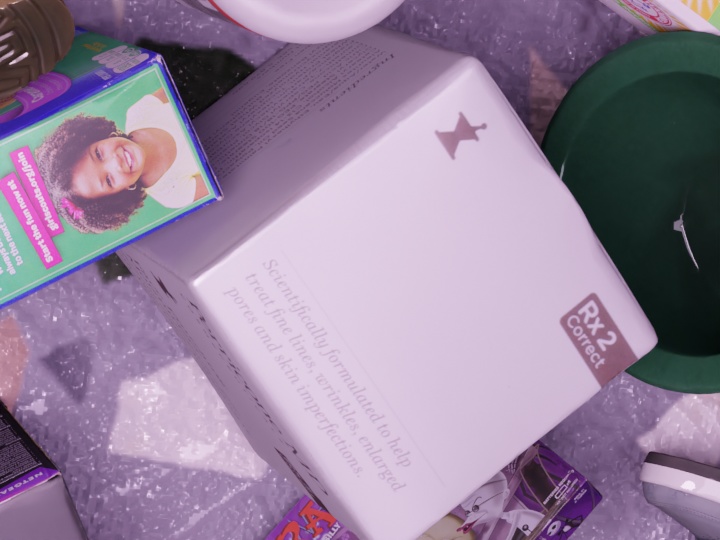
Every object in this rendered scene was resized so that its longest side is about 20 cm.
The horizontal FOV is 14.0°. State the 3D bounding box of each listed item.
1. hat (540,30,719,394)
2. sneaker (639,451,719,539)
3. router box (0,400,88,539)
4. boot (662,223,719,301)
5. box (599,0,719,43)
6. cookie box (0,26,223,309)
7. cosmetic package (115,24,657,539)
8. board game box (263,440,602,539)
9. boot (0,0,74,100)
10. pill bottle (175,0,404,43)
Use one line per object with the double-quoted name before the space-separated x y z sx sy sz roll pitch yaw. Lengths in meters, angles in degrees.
"hat" 0.205 -0.022 1.467 0.166 0.176 0.200 -35 76 28
"sneaker" 0.209 0.183 1.539 0.200 0.084 0.121 29 81 -23
"router box" -0.140 0.172 1.378 0.051 0.149 0.200 -25 108 -12
"boot" 0.226 0.034 1.519 0.200 0.075 0.107 39 82 -20
"box" 0.206 -0.145 1.458 0.200 0.101 0.113 34 88 -22
"cookie box" -0.182 -0.030 1.312 0.200 0.171 0.075 -28 106 -12
"cosmetic package" 0.000 0.000 1.364 0.165 0.200 0.165 -38 110 -8
"board game box" 0.011 0.149 1.445 0.200 0.120 0.032 -49 140 -5
"boot" -0.233 -0.126 1.264 0.175 0.200 0.066 -26 140 -16
"pill bottle" -0.047 -0.168 1.314 0.115 0.200 0.116 -4 102 -17
